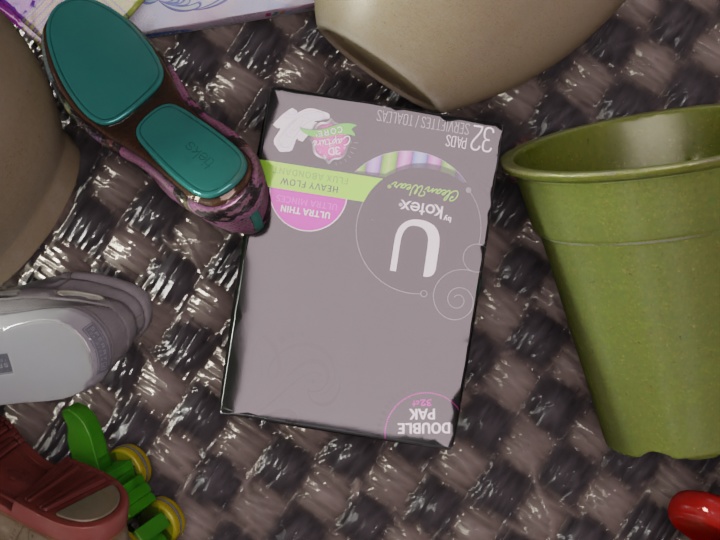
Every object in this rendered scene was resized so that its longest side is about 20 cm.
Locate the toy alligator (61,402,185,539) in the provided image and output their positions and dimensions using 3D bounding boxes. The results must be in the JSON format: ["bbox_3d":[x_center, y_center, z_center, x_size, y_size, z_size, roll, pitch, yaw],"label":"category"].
[{"bbox_3d":[-0.141,0.177,1.669,0.054,0.059,0.200,-32,90,38],"label":"toy alligator"}]

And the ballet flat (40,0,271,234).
[{"bbox_3d":[-0.123,-0.084,1.594,0.069,0.071,0.200,-39,58,-13],"label":"ballet flat"}]

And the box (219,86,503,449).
[{"bbox_3d":[0.000,0.000,1.639,0.148,0.124,0.201,9,90,0],"label":"box"}]

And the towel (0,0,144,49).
[{"bbox_3d":[-0.205,-0.236,1.646,0.200,0.023,0.144,41,89,0],"label":"towel"}]

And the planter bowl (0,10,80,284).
[{"bbox_3d":[-0.256,-0.067,1.611,0.135,0.200,0.200,37,88,-27],"label":"planter bowl"}]

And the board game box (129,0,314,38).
[{"bbox_3d":[-0.119,-0.251,1.679,0.198,0.043,0.201,-9,89,0],"label":"board game box"}]

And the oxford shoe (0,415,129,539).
[{"bbox_3d":[-0.223,0.143,1.633,0.070,0.200,0.075,-33,134,-37],"label":"oxford shoe"}]

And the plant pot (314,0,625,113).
[{"bbox_3d":[0.048,-0.175,1.603,0.200,0.200,0.135,35,87,-1],"label":"plant pot"}]

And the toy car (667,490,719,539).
[{"bbox_3d":[0.268,0.167,1.641,0.200,0.175,0.150,-40,59,-2],"label":"toy car"}]

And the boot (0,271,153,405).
[{"bbox_3d":[-0.226,0.045,1.655,0.199,0.096,0.074,-2,107,24],"label":"boot"}]

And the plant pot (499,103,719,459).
[{"bbox_3d":[0.196,0.010,1.629,0.199,0.200,0.191,-9,102,-2],"label":"plant pot"}]
